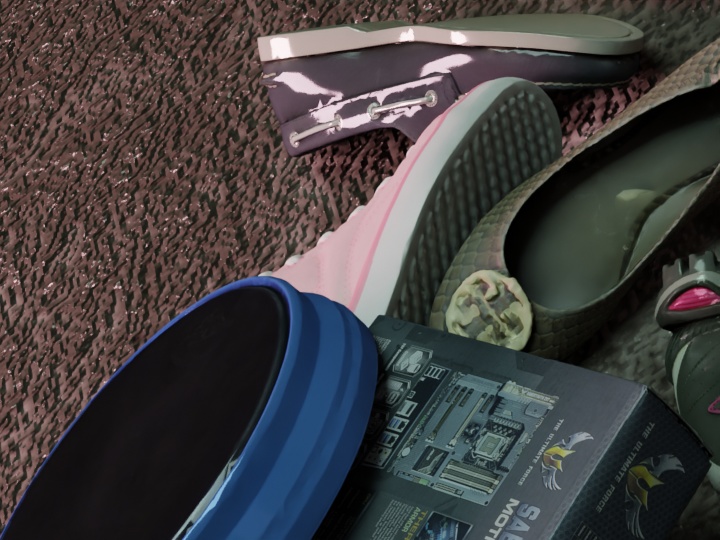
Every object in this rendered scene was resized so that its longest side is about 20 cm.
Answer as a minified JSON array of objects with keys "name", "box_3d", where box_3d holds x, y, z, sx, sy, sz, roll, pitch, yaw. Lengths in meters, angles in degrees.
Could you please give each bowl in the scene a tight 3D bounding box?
[{"name":"bowl","box_3d":[-0.075,0.086,1.134,0.201,0.039,0.201,-43,22,21]}]

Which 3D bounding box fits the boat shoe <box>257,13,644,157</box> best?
[{"name":"boat shoe","box_3d":[0.041,-0.079,1.320,0.200,0.073,0.063,1,99,38]}]

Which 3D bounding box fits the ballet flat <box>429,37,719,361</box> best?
[{"name":"ballet flat","box_3d":[0.106,-0.030,1.187,0.200,0.046,0.067,-39,79,3]}]

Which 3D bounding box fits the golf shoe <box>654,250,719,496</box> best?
[{"name":"golf shoe","box_3d":[0.201,0.019,1.062,0.200,0.077,0.088,-22,63,32]}]

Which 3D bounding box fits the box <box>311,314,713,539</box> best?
[{"name":"box","box_3d":[0.013,0.119,1.071,0.158,0.051,0.200,12,64,52]}]

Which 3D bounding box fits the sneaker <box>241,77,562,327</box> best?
[{"name":"sneaker","box_3d":[0.000,0.000,1.250,0.104,0.075,0.201,15,70,43]}]
